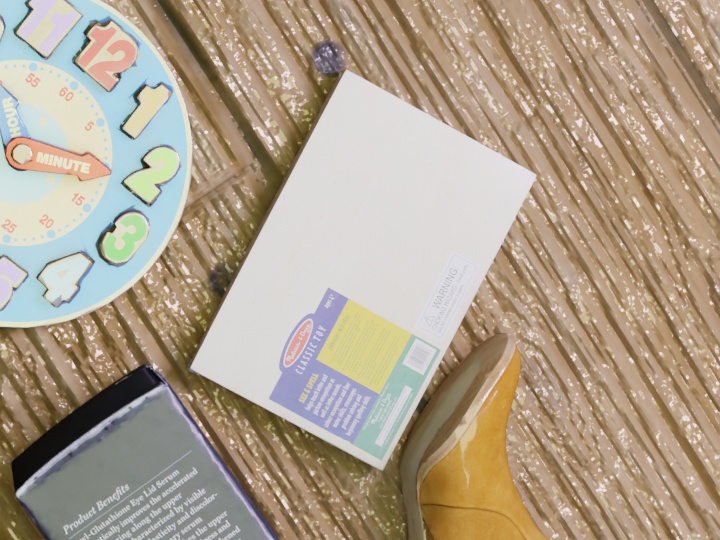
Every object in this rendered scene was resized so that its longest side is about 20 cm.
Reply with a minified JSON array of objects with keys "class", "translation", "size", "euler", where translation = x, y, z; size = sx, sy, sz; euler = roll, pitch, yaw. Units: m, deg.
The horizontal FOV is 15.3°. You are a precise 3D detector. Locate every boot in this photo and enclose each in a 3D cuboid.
[{"class":"boot","translation":[0.086,0.153,1.582],"size":[0.144,0.071,0.202],"euler":[29,91,-15]}]

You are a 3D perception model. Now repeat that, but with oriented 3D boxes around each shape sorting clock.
[{"class":"shape sorting clock","translation":[-0.196,-0.067,1.539],"size":[0.199,0.039,0.201],"euler":[0,92,-9]}]

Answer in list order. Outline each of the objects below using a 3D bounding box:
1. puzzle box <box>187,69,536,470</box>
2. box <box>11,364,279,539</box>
[{"class":"puzzle box","translation":[0.000,0.000,1.578],"size":[0.133,0.025,0.201],"euler":[29,88,-9]},{"class":"box","translation":[-0.100,0.164,1.508],"size":[0.104,0.148,0.200],"euler":[-36,96,-5]}]
